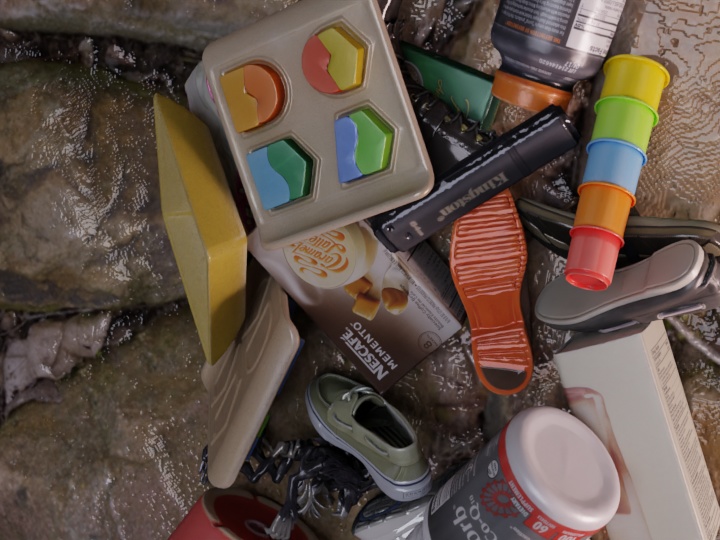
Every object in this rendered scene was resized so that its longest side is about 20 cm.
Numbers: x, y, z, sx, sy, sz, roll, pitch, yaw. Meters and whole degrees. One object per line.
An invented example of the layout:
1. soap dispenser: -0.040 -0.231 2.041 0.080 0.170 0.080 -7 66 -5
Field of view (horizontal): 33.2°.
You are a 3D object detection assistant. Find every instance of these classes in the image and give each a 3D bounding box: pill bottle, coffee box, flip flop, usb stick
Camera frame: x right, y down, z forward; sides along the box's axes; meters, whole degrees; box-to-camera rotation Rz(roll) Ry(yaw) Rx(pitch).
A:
1. pill bottle: 0.125 0.219 1.060 0.116 0.116 0.200 46 129 10
2. coffee box: 0.000 0.000 1.157 0.114 0.080 0.200 -40 95 25
3. coffee box: 0.030 -0.157 1.159 0.198 0.044 0.124 23 108 19
4. flip flop: 0.233 -0.043 1.081 0.198 0.081 0.058 6 65 31
5. usb stick: 0.100 -0.079 1.059 0.199 0.055 0.033 -31 59 14
6. pill bottle: 0.176 -0.238 1.048 0.105 0.106 0.202 23 107 18

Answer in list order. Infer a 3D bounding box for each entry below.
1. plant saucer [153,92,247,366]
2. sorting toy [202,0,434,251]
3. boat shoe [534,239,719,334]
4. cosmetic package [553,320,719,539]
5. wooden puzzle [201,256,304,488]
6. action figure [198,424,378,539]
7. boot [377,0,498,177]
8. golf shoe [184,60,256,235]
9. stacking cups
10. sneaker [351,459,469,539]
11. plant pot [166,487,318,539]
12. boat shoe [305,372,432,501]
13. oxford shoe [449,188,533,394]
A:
1. plant saucer: -0.152 -0.041 1.179 0.048 0.201 0.202 -14 59 -14
2. sorting toy: -0.044 -0.136 1.068 0.183 0.036 0.203 -18 88 27
3. boat shoe: 0.237 0.027 1.070 0.057 0.067 0.199 38 149 -23
4. cosmetic package: 0.250 0.150 1.086 0.086 0.103 0.203 -16 91 25
5. wooden puzzle: -0.104 0.092 1.205 0.046 0.201 0.187 19 111 -19
6. action figure: -0.059 0.214 1.227 0.198 0.118 0.104 10 93 31
7. boot: 0.051 -0.160 1.097 0.173 0.069 0.201 33 115 9
8. golf shoe: -0.125 -0.121 1.229 0.091 0.075 0.203 1 107 53
9. stacking cups: 0.212 -0.082 1.036 0.060 0.061 0.202 13 75 20
10. sneaker: 0.090 0.248 1.199 0.198 0.075 0.088 -23 105 29
11. plant pot: -0.138 0.336 1.246 0.199 0.200 0.179 30 101 16
12. boat shoe: 0.009 0.143 1.166 0.200 0.071 0.063 36 138 50
13. oxford shoe: 0.125 0.009 1.126 0.070 0.073 0.203 -3 103 13
